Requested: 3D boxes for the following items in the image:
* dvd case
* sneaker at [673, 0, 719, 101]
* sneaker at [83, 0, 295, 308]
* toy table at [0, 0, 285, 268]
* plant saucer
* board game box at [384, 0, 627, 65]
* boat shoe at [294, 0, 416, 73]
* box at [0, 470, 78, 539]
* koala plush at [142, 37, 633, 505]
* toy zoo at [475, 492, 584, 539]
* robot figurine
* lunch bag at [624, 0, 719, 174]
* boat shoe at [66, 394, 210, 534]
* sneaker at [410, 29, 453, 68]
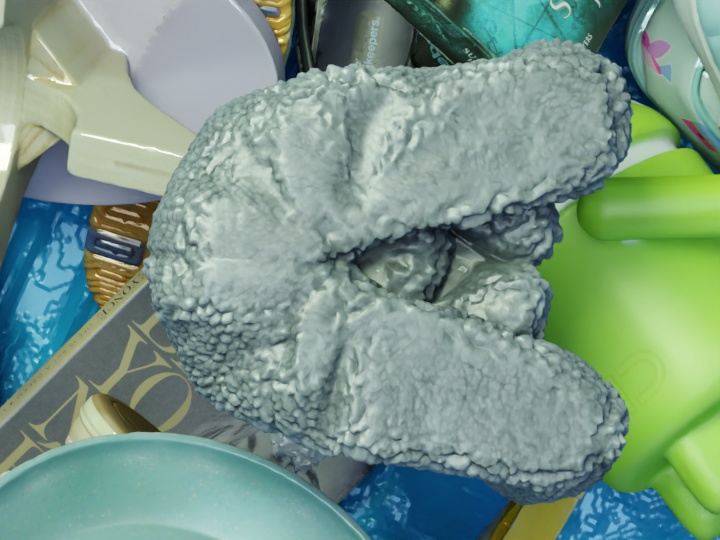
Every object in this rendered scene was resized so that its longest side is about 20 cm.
[{"bbox_3d":[-0.091,0.091,1.306,0.200,0.016,0.149,-45,119,-1],"label":"dvd case"},{"bbox_3d":[0.192,-0.053,1.199,0.074,0.082,0.200,-39,123,1],"label":"sneaker"},{"bbox_3d":[-0.067,-0.069,1.317,0.075,0.088,0.201,18,114,-5],"label":"sneaker"},{"bbox_3d":[-0.140,-0.076,1.212,0.199,0.117,0.185,1,112,10],"label":"toy table"},{"bbox_3d":[-0.073,0.155,1.153,0.199,0.036,0.201,10,50,-12],"label":"plant saucer"},{"bbox_3d":[0.072,-0.176,1.228,0.135,0.028,0.200,40,62,-18],"label":"board game box"},{"bbox_3d":[0.005,-0.150,1.318,0.074,0.062,0.201,5,89,3],"label":"boat shoe"},{"bbox_3d":[-0.181,0.172,1.255,0.068,0.200,0.082,35,46,-13],"label":"box"},{"bbox_3d":[0.000,0.000,1.183,0.183,0.200,0.178,3,88,-8],"label":"koala plush"},{"bbox_3d":[0.037,0.159,1.259,0.020,0.131,0.200,34,61,0],"label":"toy zoo"},{"bbox_3d":[0.117,0.012,1.260,0.115,0.176,0.200,-32,73,-10],"label":"robot figurine"},{"bbox_3d":[0.218,-0.121,1.275,0.200,0.077,0.160,-49,122,0],"label":"lunch bag"},{"bbox_3d":[-0.076,0.139,1.278,0.065,0.072,0.200,-33,123,1],"label":"boat shoe"},{"bbox_3d":[0.096,-0.148,1.300,0.200,0.079,0.076,-36,94,-28],"label":"sneaker"}]
